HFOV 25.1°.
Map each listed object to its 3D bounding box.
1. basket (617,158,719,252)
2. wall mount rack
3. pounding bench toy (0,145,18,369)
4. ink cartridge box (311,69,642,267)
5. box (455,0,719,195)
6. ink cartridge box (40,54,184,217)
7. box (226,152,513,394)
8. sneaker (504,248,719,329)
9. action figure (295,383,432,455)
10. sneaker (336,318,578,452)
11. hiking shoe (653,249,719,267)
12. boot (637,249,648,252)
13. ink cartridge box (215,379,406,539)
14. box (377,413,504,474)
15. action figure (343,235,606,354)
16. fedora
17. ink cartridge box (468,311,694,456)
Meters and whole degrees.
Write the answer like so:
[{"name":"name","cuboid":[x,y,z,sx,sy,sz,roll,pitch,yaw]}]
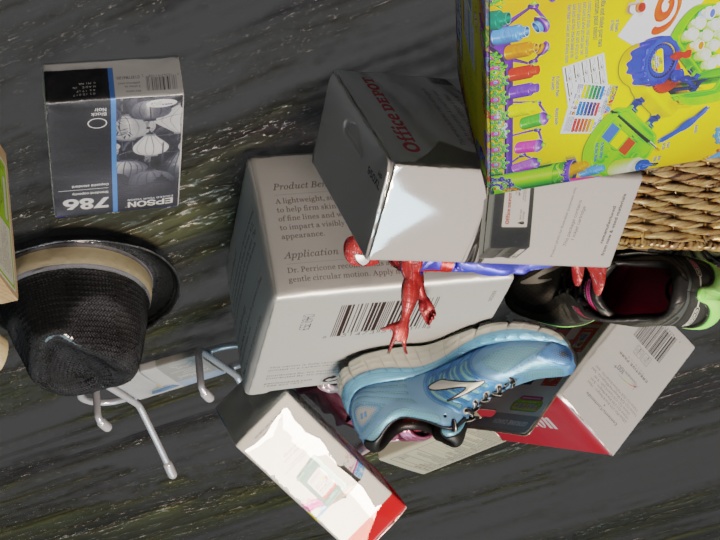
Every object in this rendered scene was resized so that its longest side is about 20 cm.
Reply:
[{"name":"basket","cuboid":[0.251,-0.094,1.332,0.199,0.150,0.143,1,-174,-21]},{"name":"wall mount rack","cuboid":[-0.178,0.140,1.634,0.199,0.075,0.174,-17,154,15]},{"name":"pounding bench toy","cuboid":[-0.333,-0.010,1.124,0.155,0.201,0.124,-12,155,2]},{"name":"ink cartridge box","cuboid":[0.081,-0.075,1.190,0.199,0.145,0.085,2,122,-22]},{"name":"box","cuboid":[0.163,-0.168,1.044,0.192,0.122,0.200,-9,145,-2]},{"name":"ink cartridge box","cuboid":[-0.184,-0.088,1.210,0.099,0.039,0.200,-6,155,-10]},{"name":"box","cuboid":[0.000,0.000,1.348,0.198,0.131,0.200,-5,155,-13]},{"name":"sneaker","cuboid":[0.198,0.009,1.319,0.199,0.077,0.084,-2,171,40]},{"name":"action figure","cuboid":[0.020,0.129,1.490,0.134,0.150,0.200,-23,-162,-22]},{"name":"sneaker","cuboid":[0.085,0.103,1.339,0.199,0.090,0.078,-15,155,6]},{"name":"hiking shoe","cuboid":[0.319,-0.018,1.510,0.199,0.076,0.101,-25,147,8]},{"name":"boot","cuboid":[0.181,-0.026,1.442,0.199,0.065,0.186,-1,163,-14]},{"name":"ink cartridge box","cuboid":[-0.033,0.183,1.473,0.067,0.116,0.200,-45,109,-2]},{"name":"box","cuboid":[0.116,0.147,1.752,0.199,0.078,0.095,-25,151,28]},{"name":"action figure","cuboid":[0.079,0.017,1.218,0.199,0.099,0.065,8,-175,-16]},{"name":"fedora","cuboid":[-0.243,0.049,1.400,0.200,0.092,0.201,-9,154,-4]},{"name":"ink cartridge box","cuboid":[0.179,0.107,1.499,0.084,0.176,0.200,46,162,-16]}]
